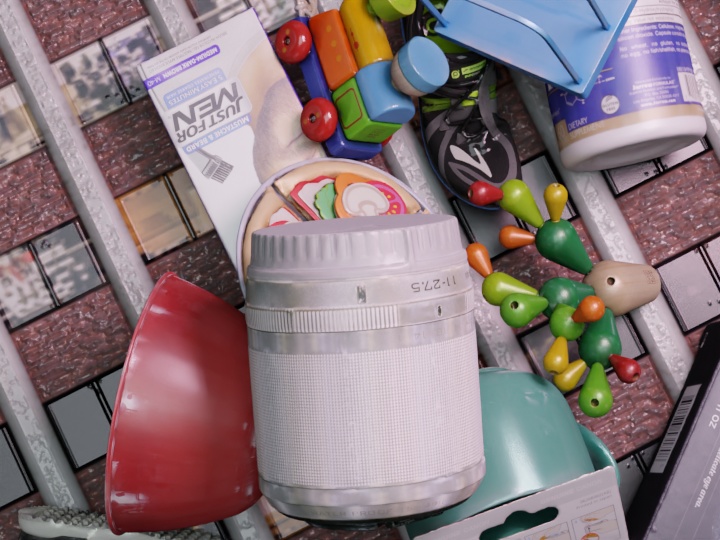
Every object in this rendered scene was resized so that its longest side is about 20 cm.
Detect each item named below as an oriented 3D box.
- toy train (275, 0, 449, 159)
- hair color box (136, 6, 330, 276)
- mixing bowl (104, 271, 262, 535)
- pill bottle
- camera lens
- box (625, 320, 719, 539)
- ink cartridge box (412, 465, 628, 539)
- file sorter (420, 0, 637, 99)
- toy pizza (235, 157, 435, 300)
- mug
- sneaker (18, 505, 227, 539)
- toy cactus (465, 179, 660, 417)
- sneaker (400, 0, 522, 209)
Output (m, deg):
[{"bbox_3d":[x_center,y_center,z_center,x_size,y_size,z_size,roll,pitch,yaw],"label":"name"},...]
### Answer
[{"bbox_3d":[-0.005,-0.201,1.375,0.115,0.084,0.202,-33,67,37],"label":"toy train"},{"bbox_3d":[-0.089,-0.096,1.400,0.109,0.065,0.201,-27,86,-4],"label":"hair color box"},{"bbox_3d":[-0.112,0.109,1.305,0.107,0.200,0.202,10,84,5],"label":"mixing bowl"},{"bbox_3d":[0.198,-0.190,1.382,0.118,0.120,0.202,-12,83,-1],"label":"pill bottle"},{"bbox_3d":[0.002,0.068,1.193,0.158,0.160,0.203,-5,96,-1],"label":"camera lens"},{"bbox_3d":[0.333,0.165,1.347,0.198,0.117,0.198,25,84,1],"label":"box"},{"bbox_3d":[0.126,0.230,1.314,0.161,0.050,0.201,-19,126,-2],"label":"ink cartridge box"},{"bbox_3d":[0.141,-0.260,1.284,0.138,0.123,0.201,27,86,26],"label":"file sorter"},{"bbox_3d":[0.000,0.000,1.322,0.198,0.032,0.202,12,61,-23],"label":"toy pizza"},{"bbox_3d":[0.103,0.149,1.342,0.151,0.185,0.115,-27,65,15],"label":"mug"},{"bbox_3d":[-0.179,0.251,1.365,0.198,0.070,0.101,10,91,5],"label":"sneaker"},{"bbox_3d":[0.174,0.011,1.352,0.164,0.102,0.201,-7,58,-40],"label":"toy cactus"},{"bbox_3d":[0.078,-0.144,1.395,0.070,0.083,0.202,-17,85,-4],"label":"sneaker"}]
